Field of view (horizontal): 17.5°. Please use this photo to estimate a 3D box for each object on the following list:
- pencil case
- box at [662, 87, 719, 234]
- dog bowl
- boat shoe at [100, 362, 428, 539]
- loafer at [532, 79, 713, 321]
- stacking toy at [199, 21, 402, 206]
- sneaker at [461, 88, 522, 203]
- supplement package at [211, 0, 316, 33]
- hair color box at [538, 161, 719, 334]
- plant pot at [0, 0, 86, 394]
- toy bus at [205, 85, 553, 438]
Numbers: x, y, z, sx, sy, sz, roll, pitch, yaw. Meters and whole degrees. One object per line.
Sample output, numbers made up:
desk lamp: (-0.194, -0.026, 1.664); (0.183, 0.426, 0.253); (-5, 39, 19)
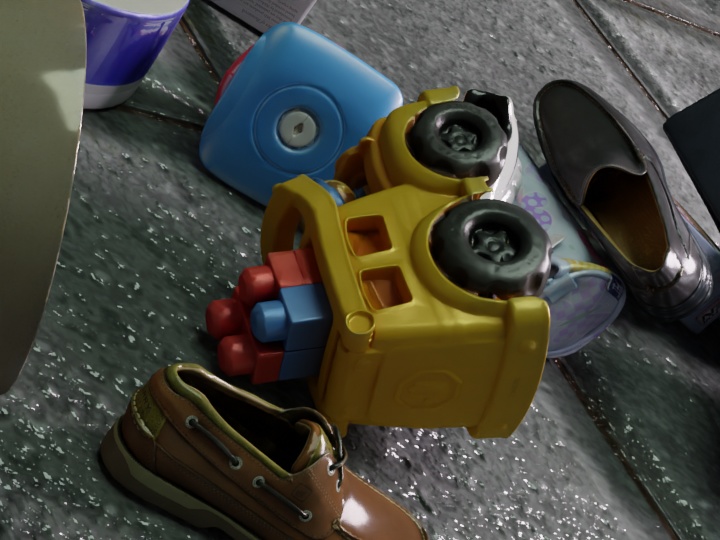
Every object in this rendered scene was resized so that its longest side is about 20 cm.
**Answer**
pencil case: (0.107, -0.031, 1.644); (0.091, 0.083, 0.200); (37, 17, -47)
box: (0.353, -0.026, 1.837); (0.197, 0.124, 0.201); (52, 11, -42)
dog bowl: (-0.211, -0.198, 1.512); (0.199, 0.079, 0.200); (30, 26, -16)
boat shoe: (-0.035, 0.112, 1.226); (0.199, 0.068, 0.072); (25, 26, -28)
loafer: (0.177, -0.061, 1.615); (0.200, 0.073, 0.072); (57, 6, 28)
stacking toy: (-0.046, -0.122, 1.598); (0.109, 0.116, 0.200); (30, 14, -12)
sneaker: (0.057, -0.040, 1.537); (0.073, 0.080, 0.201); (11, 47, 10)
supplement package: (-0.109, -0.292, 1.772); (0.199, 0.111, 0.156); (31, 26, -16)
hair color box: (0.215, -0.030, 1.746); (0.099, 0.061, 0.200); (53, 9, 29)
plant pot: (-0.222, -0.050, 1.130); (0.134, 0.201, 0.201); (11, 33, -18)
toy bus: (0.000, 0.000, 1.381); (0.191, 0.136, 0.201); (-5, 51, -15)
